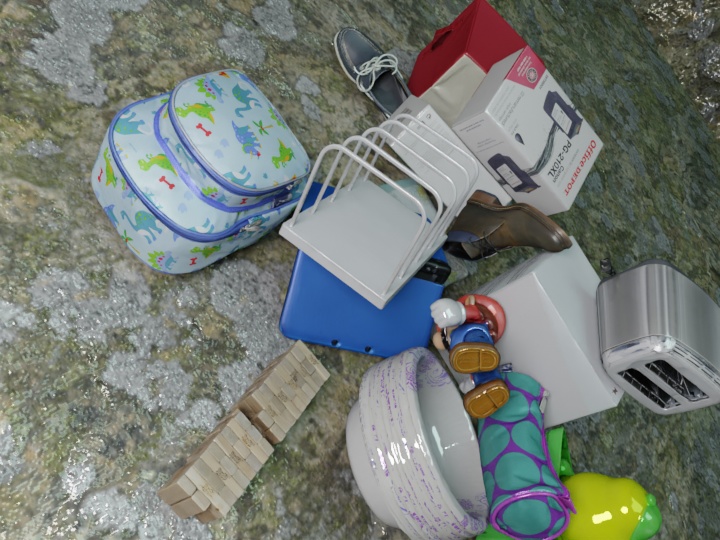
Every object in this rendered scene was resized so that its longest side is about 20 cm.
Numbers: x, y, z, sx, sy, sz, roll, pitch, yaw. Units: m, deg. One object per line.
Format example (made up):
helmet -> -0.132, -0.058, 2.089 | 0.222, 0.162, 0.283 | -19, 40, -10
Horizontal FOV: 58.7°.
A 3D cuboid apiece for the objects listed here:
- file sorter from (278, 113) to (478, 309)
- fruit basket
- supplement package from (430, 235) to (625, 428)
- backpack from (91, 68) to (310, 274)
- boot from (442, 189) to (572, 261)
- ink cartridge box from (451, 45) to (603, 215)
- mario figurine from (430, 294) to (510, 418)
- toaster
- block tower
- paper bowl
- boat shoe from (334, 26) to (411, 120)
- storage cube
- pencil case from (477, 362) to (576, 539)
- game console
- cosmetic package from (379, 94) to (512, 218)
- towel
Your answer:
file sorter -> 0.034, -0.081, 0.717 | 0.138, 0.125, 0.200 | 36, 33, 9
fruit basket -> 0.245, 0.295, 0.746 | 0.157, 0.212, 0.217 | 67, 33, -36
supplement package -> 0.236, 0.096, 0.876 | 0.146, 0.199, 0.193 | -31, 88, -47
backpack -> -0.167, -0.110, 0.677 | 0.184, 0.147, 0.199 | 53, 46, 0
boot -> 0.189, -0.039, 0.858 | 0.097, 0.200, 0.075 | -47, 120, -5
ink cartridge box -> 0.252, -0.199, 0.951 | 0.200, 0.084, 0.146 | 43, 66, -19
mario figurine -> 0.115, 0.094, 0.743 | 0.104, 0.125, 0.200 | 18, 16, 1
toaster -> 0.361, 0.081, 0.769 | 0.199, 0.113, 0.131 | 36, 49, -23
block tower -> -0.109, 0.158, 0.636 | 0.054, 0.058, 0.200 | 49, 45, -7
paper bowl -> 0.058, 0.195, 0.697 | 0.202, 0.103, 0.202 | 54, 20, -30
boat shoe -> 0.029, -0.303, 1.016 | 0.074, 0.062, 0.202 | -33, 96, -3
storage cube -> 0.192, -0.315, 1.103 | 0.199, 0.170, 0.182 | 36, 48, -21
pencil case -> 0.183, 0.203, 0.730 | 0.086, 0.091, 0.201 | 57, 21, -24
game console -> 0.000, 0.000, 0.804 | 0.197, 0.119, 0.172 | 15, 36, -22
cosmetic package -> 0.127, -0.161, 0.971 | 0.200, 0.085, 0.108 | 43, 9, -22
towel -> 0.057, -0.040, 0.910 | 0.199, 0.048, 0.173 | -21, 83, -46
